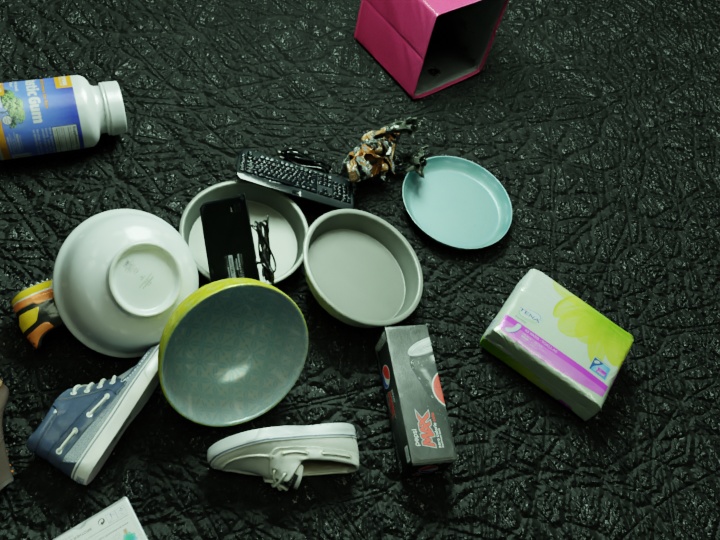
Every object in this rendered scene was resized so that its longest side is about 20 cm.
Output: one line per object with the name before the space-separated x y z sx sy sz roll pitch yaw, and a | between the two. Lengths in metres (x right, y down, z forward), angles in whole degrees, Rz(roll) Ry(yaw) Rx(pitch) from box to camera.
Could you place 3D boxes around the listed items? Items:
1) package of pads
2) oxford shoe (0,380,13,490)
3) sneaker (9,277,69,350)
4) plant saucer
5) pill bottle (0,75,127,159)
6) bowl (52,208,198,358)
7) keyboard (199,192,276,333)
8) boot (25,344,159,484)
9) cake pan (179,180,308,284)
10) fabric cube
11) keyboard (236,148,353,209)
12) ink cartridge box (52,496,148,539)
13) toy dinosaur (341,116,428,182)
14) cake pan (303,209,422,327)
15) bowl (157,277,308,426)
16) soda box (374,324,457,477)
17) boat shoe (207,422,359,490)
package of pads | 0.306 0.107 1.100 0.199 0.068 0.155 35 56 10
oxford shoe | -0.449 0.227 0.846 0.072 0.071 0.202 28 46 -30
sneaker | -0.368 0.044 0.983 0.198 0.070 0.091 -20 83 -27
plant saucer | 0.166 -0.114 1.237 0.197 0.028 0.202 6 57 -10
pill bottle | -0.473 -0.242 1.109 0.198 0.113 0.113 -14 61 -21
bowl | -0.294 0.014 0.941 0.199 0.090 0.204 3 84 -34
keyboard | -0.166 -0.007 1.026 0.103 0.040 0.203 -10 89 13
boot | -0.326 0.160 0.903 0.090 0.073 0.201 30 56 0
cake pan | -0.179 -0.050 1.101 0.197 0.037 0.202 7 56 -10
fabric cube | 0.132 -0.492 1.373 0.195 0.201 0.200 -28 65 -27
keyboard | -0.101 -0.164 1.158 0.198 0.040 0.105 15 39 -20
ink cartridge box | -0.272 0.375 0.796 0.118 0.042 0.201 -26 64 -27
toy dinosaur | 0.040 -0.216 1.229 0.134 0.103 0.202 -4 51 24
cake pan | 0.000 0.000 1.081 0.198 0.037 0.202 14 54 -21
bowl | -0.180 0.091 0.943 0.198 0.203 0.108 -17 29 -24
soda box | 0.075 0.179 0.998 0.070 0.064 0.202 -2 58 -15
boat shoe | -0.095 0.245 0.912 0.197 0.071 0.070 0 54 -22
